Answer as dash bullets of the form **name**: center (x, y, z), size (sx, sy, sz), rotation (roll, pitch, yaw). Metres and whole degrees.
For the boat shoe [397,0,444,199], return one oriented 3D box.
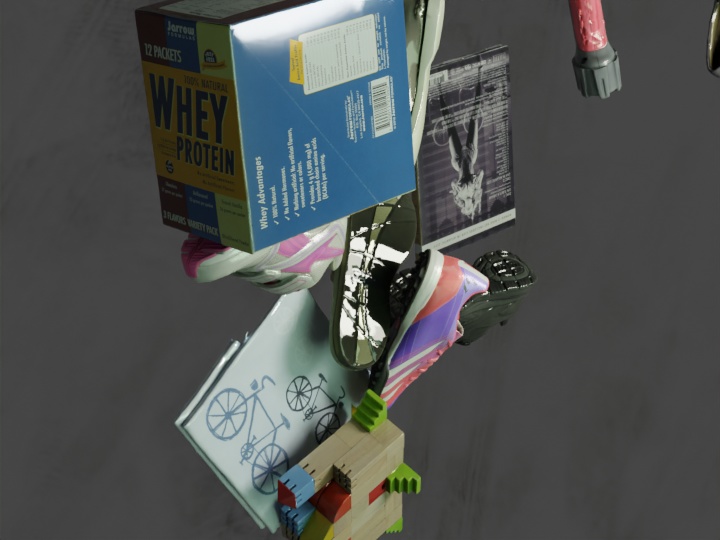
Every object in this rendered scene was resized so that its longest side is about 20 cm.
- **boat shoe**: center (0.037, -0.174, 1.552), size (0.072, 0.059, 0.205), rotation (-54, 155, -77)

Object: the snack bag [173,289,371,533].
- **snack bag**: center (-0.079, 0.127, 1.555), size (0.201, 0.021, 0.189), rotation (-54, 133, -22)

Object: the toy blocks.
- **toy blocks**: center (-0.022, 0.231, 1.580), size (0.136, 0.100, 0.201), rotation (-37, 148, -27)

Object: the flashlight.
- **flashlight**: center (0.246, -0.286, 1.716), size (0.067, 0.068, 0.202), rotation (-34, 123, -33)

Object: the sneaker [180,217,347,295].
- **sneaker**: center (-0.079, -0.016, 1.471), size (0.199, 0.081, 0.089), rotation (-19, 113, -38)

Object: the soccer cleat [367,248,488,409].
- **soccer cleat**: center (0.060, 0.071, 1.568), size (0.072, 0.069, 0.202), rotation (19, 122, -8)

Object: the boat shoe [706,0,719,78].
- **boat shoe**: center (0.462, -0.328, 1.913), size (0.064, 0.071, 0.203), rotation (-5, 111, -48)

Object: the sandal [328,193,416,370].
- **sandal**: center (-0.001, 0.000, 1.564), size (0.079, 0.057, 0.203), rotation (25, 68, -26)

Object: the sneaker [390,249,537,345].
- **sneaker**: center (0.097, 0.043, 1.666), size (0.198, 0.076, 0.092), rotation (-9, 134, -30)

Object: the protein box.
- **protein box**: center (-0.071, -0.149, 1.401), size (0.199, 0.134, 0.201), rotation (-23, 117, -38)

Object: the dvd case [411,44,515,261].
- **dvd case**: center (0.107, -0.123, 1.665), size (0.148, 0.016, 0.203), rotation (-22, 116, -39)
